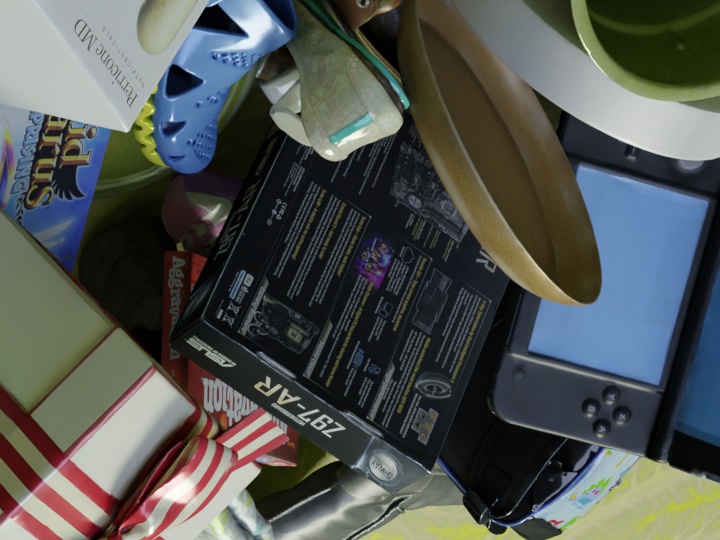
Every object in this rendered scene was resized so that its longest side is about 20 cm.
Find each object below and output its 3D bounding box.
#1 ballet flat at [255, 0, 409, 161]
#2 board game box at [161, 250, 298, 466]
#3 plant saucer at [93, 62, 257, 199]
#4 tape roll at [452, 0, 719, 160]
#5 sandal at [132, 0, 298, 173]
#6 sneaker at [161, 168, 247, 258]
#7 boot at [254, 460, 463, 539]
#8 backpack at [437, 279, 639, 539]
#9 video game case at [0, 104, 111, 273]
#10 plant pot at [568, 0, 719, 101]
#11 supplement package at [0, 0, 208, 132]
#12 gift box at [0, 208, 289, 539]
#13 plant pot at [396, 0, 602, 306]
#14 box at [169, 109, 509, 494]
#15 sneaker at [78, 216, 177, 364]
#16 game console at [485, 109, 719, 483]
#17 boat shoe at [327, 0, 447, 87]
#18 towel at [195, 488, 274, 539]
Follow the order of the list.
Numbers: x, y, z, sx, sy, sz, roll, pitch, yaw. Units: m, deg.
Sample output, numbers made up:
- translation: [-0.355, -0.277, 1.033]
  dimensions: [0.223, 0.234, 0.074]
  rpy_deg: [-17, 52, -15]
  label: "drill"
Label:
- translation: [-0.029, -0.108, 1.518]
  dimensions: [0.062, 0.200, 0.068]
  rpy_deg: [-38, 110, 1]
  label: "ballet flat"
- translation: [-0.074, 0.055, 1.644]
  dimensions: [0.019, 0.104, 0.200]
  rpy_deg: [-1, 171, 17]
  label: "board game box"
- translation: [-0.138, -0.112, 1.557]
  dimensions: [0.199, 0.031, 0.201]
  rpy_deg: [-16, 134, -17]
  label: "plant saucer"
- translation: [0.138, -0.140, 1.570]
  dimensions: [0.202, 0.203, 0.037]
  rpy_deg: [11, 126, -37]
  label: "tape roll"
- translation: [-0.073, -0.132, 1.481]
  dimensions: [0.087, 0.080, 0.201]
  rpy_deg: [12, 130, 1]
  label: "sandal"
- translation: [-0.024, -0.037, 1.662]
  dimensions: [0.199, 0.089, 0.080]
  rpy_deg: [14, 163, -27]
  label: "sneaker"
- translation: [-0.014, 0.167, 1.852]
  dimensions: [0.200, 0.073, 0.182]
  rpy_deg: [-41, 148, 13]
  label: "boot"
- translation: [0.125, 0.047, 1.753]
  dimensions: [0.200, 0.183, 0.147]
  rpy_deg: [-43, 159, 9]
  label: "backpack"
- translation: [-0.220, -0.037, 1.485]
  dimensions: [0.181, 0.045, 0.201]
  rpy_deg: [-18, 138, -42]
  label: "video game case"
- translation: [0.150, -0.225, 1.500]
  dimensions: [0.199, 0.190, 0.201]
  rpy_deg: [-17, 131, -21]
  label: "plant pot"
- translation: [-0.147, -0.199, 1.325]
  dimensions: [0.200, 0.150, 0.152]
  rpy_deg: [-60, 142, -21]
  label: "supplement package"
- translation: [-0.164, 0.092, 1.476]
  dimensions: [0.185, 0.187, 0.200]
  rpy_deg: [-47, 150, 1]
  label: "gift box"
- translation: [0.071, -0.066, 1.524]
  dimensions: [0.027, 0.201, 0.200]
  rpy_deg: [-28, 139, 17]
  label: "plant pot"
- translation: [0.000, 0.000, 1.589]
  dimensions: [0.160, 0.201, 0.044]
  rpy_deg: [34, 146, -16]
  label: "box"
- translation: [-0.126, 0.066, 1.682]
  dimensions: [0.076, 0.091, 0.201]
  rpy_deg: [-20, 137, -15]
  label: "sneaker"
- translation: [0.186, 0.015, 1.600]
  dimensions: [0.170, 0.118, 0.201]
  rpy_deg: [15, 92, -15]
  label: "game console"
- translation: [0.009, -0.171, 1.561]
  dimensions: [0.072, 0.068, 0.200]
  rpy_deg: [-34, 137, 1]
  label: "boat shoe"
- translation: [-0.162, 0.122, 1.673]
  dimensions: [0.170, 0.048, 0.200]
  rpy_deg: [1, 146, 24]
  label: "towel"
